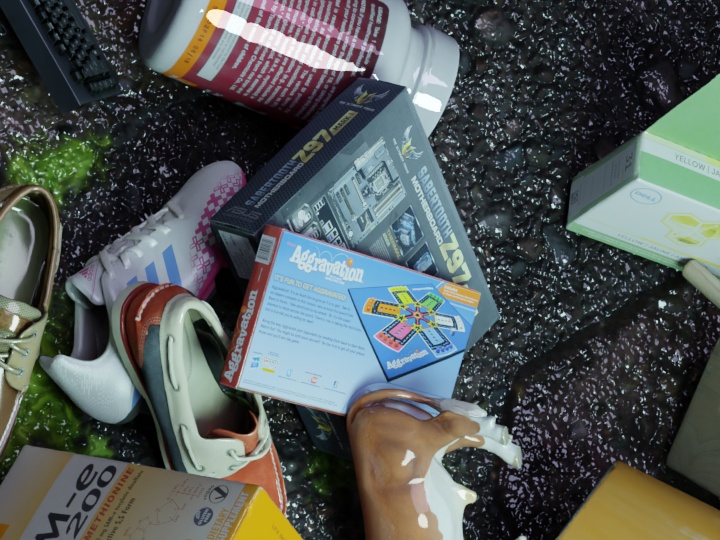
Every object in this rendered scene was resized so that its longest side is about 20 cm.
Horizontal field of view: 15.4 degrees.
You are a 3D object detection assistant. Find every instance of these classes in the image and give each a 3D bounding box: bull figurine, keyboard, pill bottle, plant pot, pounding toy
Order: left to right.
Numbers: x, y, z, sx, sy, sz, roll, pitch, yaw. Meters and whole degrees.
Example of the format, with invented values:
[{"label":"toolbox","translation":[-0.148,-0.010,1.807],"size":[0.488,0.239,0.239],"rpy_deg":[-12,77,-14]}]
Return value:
[{"label":"keyboard","translation":[-0.230,-0.194,1.724],"size":[0.201,0.021,0.127],"rpy_deg":[60,28,1]},{"label":"pill bottle","translation":[-0.040,-0.154,1.785],"size":[0.199,0.113,0.114],"rpy_deg":[22,67,-19]},{"label":"bull figurine","translation":[0.048,0.170,1.705],"size":[0.065,0.120,0.202],"rpy_deg":[-65,147,-66]},{"label":"plant pot","translation":[0.203,0.231,1.757],"size":[0.183,0.200,0.200],"rpy_deg":[38,61,6]},{"label":"pounding toy","translation":[0.313,0.105,1.852],"size":[0.183,0.200,0.143],"rpy_deg":[23,92,-20]}]

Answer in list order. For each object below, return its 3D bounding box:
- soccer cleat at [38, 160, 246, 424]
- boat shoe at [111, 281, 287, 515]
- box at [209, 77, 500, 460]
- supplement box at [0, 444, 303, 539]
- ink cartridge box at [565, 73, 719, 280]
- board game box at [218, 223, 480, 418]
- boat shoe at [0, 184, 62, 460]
[{"label":"soccer cleat","translation":[-0.138,0.001,1.712],"size":[0.086,0.070,0.201],"rpy_deg":[35,64,-23]},{"label":"boat shoe","translation":[-0.091,0.092,1.677],"size":[0.071,0.062,0.201],"rpy_deg":[-44,125,-31]},{"label":"box","translation":[0.000,0.000,1.742],"size":[0.158,0.051,0.201],"rpy_deg":[-45,129,-27]},{"label":"supplement box","translation":[-0.145,0.184,1.582],"size":[0.074,0.199,0.127],"rpy_deg":[54,53,-40]},{"label":"ink cartridge box","translation":[0.254,-0.059,1.851],"size":[0.145,0.200,0.048],"rpy_deg":[20,65,-20]},{"label":"board game box","translation":[-0.003,0.042,1.698],"size":[0.199,0.019,0.104],"rpy_deg":[18,89,-47]},{"label":"boat shoe","translation":[-0.232,0.035,1.657],"size":[0.075,0.074,0.202],"rpy_deg":[17,68,-21]}]
